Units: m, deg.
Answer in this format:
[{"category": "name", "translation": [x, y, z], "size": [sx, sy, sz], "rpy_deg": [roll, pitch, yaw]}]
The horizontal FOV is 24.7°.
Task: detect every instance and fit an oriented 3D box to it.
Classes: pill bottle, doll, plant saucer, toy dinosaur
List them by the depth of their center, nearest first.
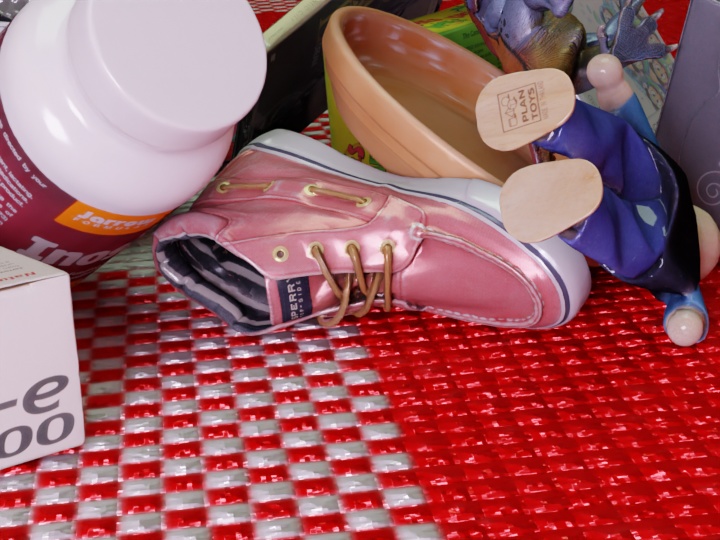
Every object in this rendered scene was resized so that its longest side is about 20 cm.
[{"category": "doll", "translation": [0.116, -0.032, 0.715], "size": [0.048, 0.137, 0.200], "rpy_deg": [-22, -22, 24]}, {"category": "pill bottle", "translation": [-0.130, -0.065, 0.760], "size": [0.113, 0.113, 0.200], "rpy_deg": [-17, -9, -39]}, {"category": "plant saucer", "translation": [0.061, -0.063, 0.842], "size": [0.200, 0.038, 0.200], "rpy_deg": [30, 20, -12]}, {"category": "toy dinosaur", "translation": [0.080, -0.128, 0.861], "size": [0.200, 0.105, 0.181], "rpy_deg": [-52, 13, -20]}]

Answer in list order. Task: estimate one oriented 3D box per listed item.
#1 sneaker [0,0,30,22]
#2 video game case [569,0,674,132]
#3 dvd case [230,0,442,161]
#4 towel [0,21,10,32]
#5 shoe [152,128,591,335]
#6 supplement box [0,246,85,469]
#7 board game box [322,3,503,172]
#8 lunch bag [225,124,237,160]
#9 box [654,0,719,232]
[{"category": "sneaker", "translation": [-0.154, -0.137, 0.973], "size": [0.201, 0.077, 0.146], "rpy_deg": [1, -8, 14]}, {"category": "video game case", "translation": [0.141, -0.157, 1.041], "size": [0.024, 0.201, 0.182], "rpy_deg": [-31, 1, 31]}, {"category": "dvd case", "translation": [-0.003, -0.152, 1.025], "size": [0.016, 0.149, 0.200], "rpy_deg": [40, 64, 11]}, {"category": "towel", "translation": [-0.202, -0.100, 0.918], "size": [0.146, 0.024, 0.200], "rpy_deg": [1, -9, 11]}, {"category": "shoe", "translation": [0.000, 0.000, 0.749], "size": [0.199, 0.072, 0.091], "rpy_deg": [21, 48, 32]}, {"category": "supplement box", "translation": [-0.215, 0.029, 0.664], "size": [0.126, 0.074, 0.200], "rpy_deg": [-15, 20, -36]}, {"category": "board game box", "translation": [0.052, -0.103, 1.008], "size": [0.047, 0.102, 0.200], "rpy_deg": [4, 18, 31]}, {"category": "lunch bag", "translation": [-0.124, -0.129, 1.162], "size": [0.175, 0.082, 0.200], "rpy_deg": [-2, 16, 3]}, {"category": "box", "translation": [0.241, -0.093, 0.874], "size": [0.106, 0.123, 0.200], "rpy_deg": [22, 27, 24]}]
